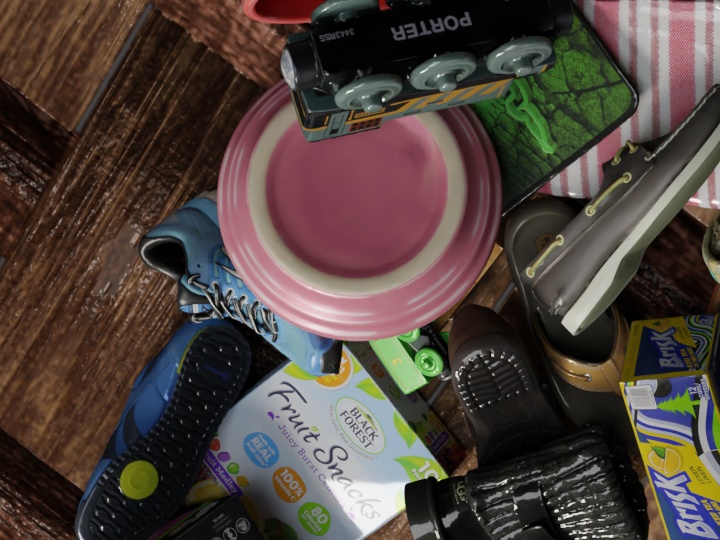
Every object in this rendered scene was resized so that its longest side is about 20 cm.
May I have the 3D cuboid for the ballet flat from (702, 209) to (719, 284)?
[{"bbox_3d":[0.285,-0.076,1.498,0.071,0.071,0.200,29,97,9],"label":"ballet flat"}]

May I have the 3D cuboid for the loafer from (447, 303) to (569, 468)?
[{"bbox_3d":[0.108,0.093,1.633,0.073,0.071,0.200,-14,138,3],"label":"loafer"}]

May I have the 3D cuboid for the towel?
[{"bbox_3d":[0.198,-0.118,1.574,0.200,0.030,0.147,5,109,22],"label":"towel"}]

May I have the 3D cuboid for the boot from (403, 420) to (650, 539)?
[{"bbox_3d":[0.135,0.194,1.642,0.157,0.080,0.211,-19,146,10],"label":"boot"}]

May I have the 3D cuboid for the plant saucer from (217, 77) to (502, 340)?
[{"bbox_3d":[-0.002,-0.053,1.578,0.200,0.051,0.201,-1,81,4],"label":"plant saucer"}]

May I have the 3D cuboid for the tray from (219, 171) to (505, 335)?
[{"bbox_3d":[0.004,-0.049,1.665,0.200,0.037,0.099,40,117,5],"label":"tray"}]

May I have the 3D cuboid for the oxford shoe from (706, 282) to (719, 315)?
[{"bbox_3d":[0.298,0.005,1.541,0.071,0.073,0.200,23,118,-18],"label":"oxford shoe"}]

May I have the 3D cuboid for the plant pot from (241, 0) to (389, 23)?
[{"bbox_3d":[0.000,-0.275,1.504,0.200,0.200,0.178,-17,83,25],"label":"plant pot"}]

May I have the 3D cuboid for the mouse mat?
[{"bbox_3d":[0.084,-0.151,1.593,0.161,0.008,0.200,-39,82,32],"label":"mouse mat"}]

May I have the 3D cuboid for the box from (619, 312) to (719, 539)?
[{"bbox_3d":[0.236,0.128,1.585,0.064,0.070,0.200,-6,126,21],"label":"box"}]

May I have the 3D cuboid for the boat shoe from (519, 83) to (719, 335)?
[{"bbox_3d":[0.184,-0.050,1.539,0.061,0.072,0.201,41,107,14],"label":"boat shoe"}]

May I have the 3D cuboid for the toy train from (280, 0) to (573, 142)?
[{"bbox_3d":[0.040,-0.144,1.508,0.200,0.114,0.085,-14,76,-14],"label":"toy train"}]

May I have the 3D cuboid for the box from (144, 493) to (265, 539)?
[{"bbox_3d":[-0.154,0.265,1.725,0.124,0.148,0.200,58,152,-5],"label":"box"}]

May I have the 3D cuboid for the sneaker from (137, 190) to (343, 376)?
[{"bbox_3d":[-0.088,0.022,1.654,0.200,0.090,0.079,37,138,37],"label":"sneaker"}]

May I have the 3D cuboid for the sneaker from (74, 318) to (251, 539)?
[{"bbox_3d":[-0.154,0.123,1.724,0.066,0.078,0.200,34,82,-24],"label":"sneaker"}]

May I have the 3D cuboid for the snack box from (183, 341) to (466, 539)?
[{"bbox_3d":[-0.040,0.145,1.738,0.200,0.053,0.142,-38,93,27],"label":"snack box"}]

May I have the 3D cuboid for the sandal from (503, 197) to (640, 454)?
[{"bbox_3d":[0.163,0.043,1.611,0.082,0.055,0.200,-23,100,-1],"label":"sandal"}]

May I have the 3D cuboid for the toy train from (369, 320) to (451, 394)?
[{"bbox_3d":[0.000,0.000,1.643,0.056,0.042,0.200,-32,95,38],"label":"toy train"}]
